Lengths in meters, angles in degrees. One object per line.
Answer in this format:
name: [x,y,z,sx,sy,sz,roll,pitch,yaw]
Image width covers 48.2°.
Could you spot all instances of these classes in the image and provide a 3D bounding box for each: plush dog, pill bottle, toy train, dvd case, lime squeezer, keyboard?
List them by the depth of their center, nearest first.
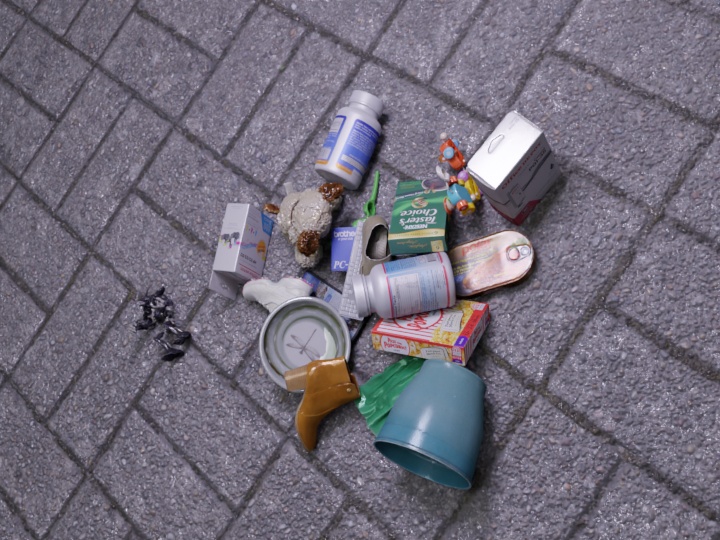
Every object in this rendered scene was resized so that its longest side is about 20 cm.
pill bottle: [0.084,0.034,1.592,0.195,0.109,0.111,-10,68,-2]
toy train: [0.187,-0.189,1.656,0.055,0.201,0.151,-32,106,29]
keyboard: [0.000,0.000,1.697,0.011,0.055,0.205,-173,95,-72]
plush dog: [-0.115,-0.119,1.752,0.171,0.158,0.204,0,68,64]
dvd case: [-0.082,0.105,1.775,0.198,0.018,0.144,31,88,31]
lime squeezer: [0.005,-0.126,1.804,0.202,0.037,0.070,-57,29,1]
pill bottle: [-0.018,-0.297,1.819,0.110,0.112,0.204,20,82,29]

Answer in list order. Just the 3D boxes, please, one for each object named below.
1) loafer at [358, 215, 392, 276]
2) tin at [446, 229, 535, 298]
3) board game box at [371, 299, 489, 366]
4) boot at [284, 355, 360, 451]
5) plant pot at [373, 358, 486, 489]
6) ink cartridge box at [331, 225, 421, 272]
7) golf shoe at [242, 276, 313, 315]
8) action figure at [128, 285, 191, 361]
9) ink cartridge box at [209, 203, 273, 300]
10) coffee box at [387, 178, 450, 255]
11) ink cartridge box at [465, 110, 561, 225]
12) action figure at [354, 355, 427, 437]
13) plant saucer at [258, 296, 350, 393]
loafer: [0.032,-0.012,1.662,0.074,0.068,0.205,-5,91,-4]
tin: [0.260,-0.012,1.638,0.196,0.042,0.115,-17,71,21]
board game box: [0.141,0.112,1.601,0.196,0.047,0.152,7,34,26]
boot: [-0.068,0.276,1.652,0.141,0.205,0.071,-10,24,5]
plant pot: [0.147,0.281,1.521,0.196,0.201,0.191,12,65,28]
ink cartridge box: [0.034,-0.046,1.734,0.195,0.044,0.096,-2,86,21]
golf shoe: [-0.195,0.065,1.796,0.197,0.075,0.094,-4,69,39]
action figure: [-0.488,0.114,1.920,0.200,0.101,0.120,47,107,28]
ink cartridge box: [-0.274,-0.039,1.856,0.066,0.115,0.205,5,76,27]
coffee box: [0.126,-0.115,1.667,0.120,0.045,0.202,-2,41,14]
ink cartridge box: [0.304,-0.196,1.581,0.083,0.200,0.147,42,93,29]
action figure: [0.081,0.231,1.637,0.200,0.055,0.119,-43,59,10]
plant saucer: [-0.117,0.158,1.713,0.195,0.050,0.205,0,86,1]
